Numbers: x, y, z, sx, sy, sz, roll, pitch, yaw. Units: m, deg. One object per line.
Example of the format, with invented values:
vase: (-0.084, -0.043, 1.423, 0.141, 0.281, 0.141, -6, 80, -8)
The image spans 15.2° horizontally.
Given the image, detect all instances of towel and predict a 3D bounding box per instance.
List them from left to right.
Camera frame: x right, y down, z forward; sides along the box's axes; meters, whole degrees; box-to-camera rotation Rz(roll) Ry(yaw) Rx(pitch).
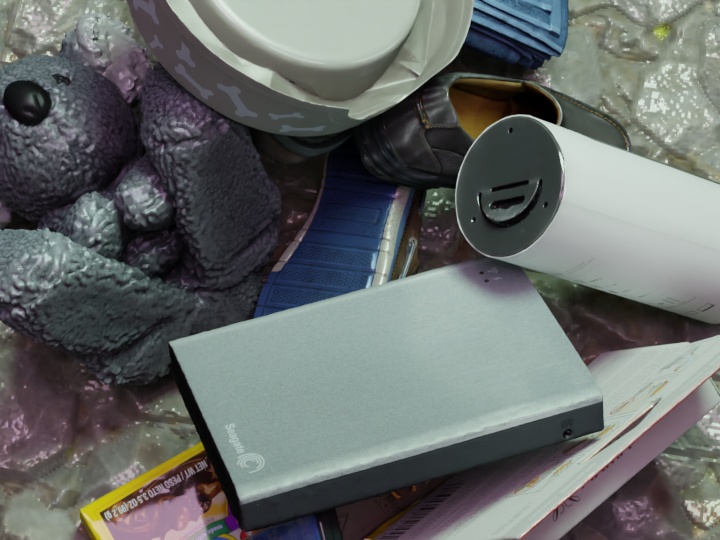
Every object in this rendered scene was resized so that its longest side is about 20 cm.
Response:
towel: (0.032, -0.197, 1.594, 0.199, 0.049, 0.112, 21, 43, -20)

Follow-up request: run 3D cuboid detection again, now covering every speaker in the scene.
speaker: (0.145, -0.026, 1.507, 0.199, 0.081, 0.082, 15, 62, -44)

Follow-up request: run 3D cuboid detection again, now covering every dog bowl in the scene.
dog bowl: (-0.039, -0.162, 1.454, 0.199, 0.059, 0.201, 13, 60, -23)

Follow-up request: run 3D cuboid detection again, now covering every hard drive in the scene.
hard drive: (0.011, 0.062, 1.427, 0.199, 0.033, 0.140, -15, 38, -12)

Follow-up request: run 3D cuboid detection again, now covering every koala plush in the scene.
koala plush: (-0.156, -0.050, 1.542, 0.177, 0.184, 0.200, -44, 56, -4)

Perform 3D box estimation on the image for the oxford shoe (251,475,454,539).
oxford shoe: (0.018, 0.097, 1.483, 0.200, 0.073, 0.071, -49, 120, -16)

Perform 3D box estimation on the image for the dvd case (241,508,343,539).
dvd case: (-0.069, 0.223, 1.427, 0.017, 0.200, 0.143, 4, 65, -47)

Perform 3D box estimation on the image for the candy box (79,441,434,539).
candy box: (-0.049, 0.132, 1.531, 0.199, 0.026, 0.103, -29, 77, -12)

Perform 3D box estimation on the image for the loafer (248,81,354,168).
loafer: (-0.028, -0.120, 1.570, 0.072, 0.063, 0.201, 37, 40, -16)

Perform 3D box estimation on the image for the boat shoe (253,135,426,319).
boat shoe: (0.000, 0.000, 1.550, 0.072, 0.072, 0.201, 12, 66, 27)

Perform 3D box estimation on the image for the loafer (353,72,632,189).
loafer: (0.091, -0.075, 1.544, 0.199, 0.072, 0.073, 0, 77, -42)

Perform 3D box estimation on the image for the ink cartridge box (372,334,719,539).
ink cartridge box: (0.118, 0.107, 1.449, 0.200, 0.176, 0.045, -37, 100, -26)
